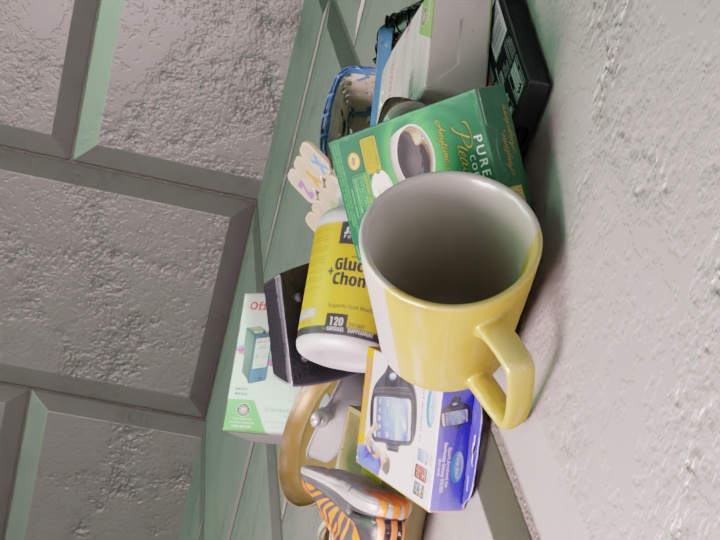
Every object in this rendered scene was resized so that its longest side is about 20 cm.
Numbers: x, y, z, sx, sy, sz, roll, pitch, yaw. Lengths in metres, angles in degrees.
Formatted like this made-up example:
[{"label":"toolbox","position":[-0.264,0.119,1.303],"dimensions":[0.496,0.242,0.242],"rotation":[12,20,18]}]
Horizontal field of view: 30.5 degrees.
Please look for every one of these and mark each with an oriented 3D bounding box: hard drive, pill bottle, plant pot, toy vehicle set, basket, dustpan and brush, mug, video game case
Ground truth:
[{"label":"hard drive","position":[-0.034,0.054,1.490],"dimensions":[0.042,0.199,0.137],"rotation":[-4,94,36]},{"label":"pill bottle","position":[0.000,0.000,1.411],"dimensions":[0.112,0.111,0.203],"rotation":[133,148,-70]},{"label":"plant pot","position":[-0.040,0.206,1.678],"dimensions":[0.200,0.027,0.202],"rotation":[-40,37,40]},{"label":"toy vehicle set","position":[0.019,0.224,1.391],"dimensions":[0.200,0.026,0.126],"rotation":[-161,83,-69]},{"label":"basket","position":[0.021,-0.167,1.579],"dimensions":[0.200,0.137,0.178],"rotation":[104,174,-68]},{"label":"dustpan and brush","position":[-0.032,0.165,1.523],"dimensions":[0.141,0.057,0.200],"rotation":[-64,5,3]},{"label":"mug","position":[0.071,0.037,1.102],"dimensions":[0.154,0.147,0.188],"rotation":[90,-174,-49]},{"label":"video game case","position":[0.131,-0.153,1.295],"dimensions":[0.201,0.025,0.182],"rotation":[-95,19,-54]}]

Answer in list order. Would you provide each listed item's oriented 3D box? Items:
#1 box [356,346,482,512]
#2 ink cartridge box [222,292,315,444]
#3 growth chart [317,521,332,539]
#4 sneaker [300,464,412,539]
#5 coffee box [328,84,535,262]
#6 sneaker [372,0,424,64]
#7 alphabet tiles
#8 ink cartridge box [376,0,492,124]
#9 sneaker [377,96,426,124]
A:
[{"label":"box","position":[0.054,0.147,1.240],"dimensions":[0.200,0.041,0.121],"rotation":[-162,77,-68]},{"label":"ink cartridge box","position":[-0.099,0.137,1.843],"dimensions":[0.087,0.144,0.203],"rotation":[36,-121,-57]},{"label":"growth chart","position":[-0.037,0.332,1.700],"dimensions":[0.145,0.018,0.202],"rotation":[-124,46,-76]},{"label":"sneaker","position":[-0.020,0.264,1.328],"dimensions":[0.200,0.077,0.114],"rotation":[-167,89,-69]},{"label":"coffee box","position":[0.061,-0.084,1.201],"dimensions":[0.199,0.044,0.125],"rotation":[-16,89,47]},{"label":"sneaker","position":[0.069,-0.282,1.577],"dimensions":[0.200,0.090,0.077],"rotation":[124,159,-62]},{"label":"alphabet tiles","position":[-0.012,-0.063,1.572],"dimensions":[0.015,0.196,0.200],"rotation":[-43,-4,-23]},{"label":"ink cartridge box","position":[0.073,-0.197,1.388],"dimensions":[0.200,0.066,0.119],"rotation":[134,145,-68]},{"label":"sneaker","position":[0.042,-0.080,1.329],"dimensions":[0.082,0.076,0.202],"rotation":[-121,35,-63]}]
